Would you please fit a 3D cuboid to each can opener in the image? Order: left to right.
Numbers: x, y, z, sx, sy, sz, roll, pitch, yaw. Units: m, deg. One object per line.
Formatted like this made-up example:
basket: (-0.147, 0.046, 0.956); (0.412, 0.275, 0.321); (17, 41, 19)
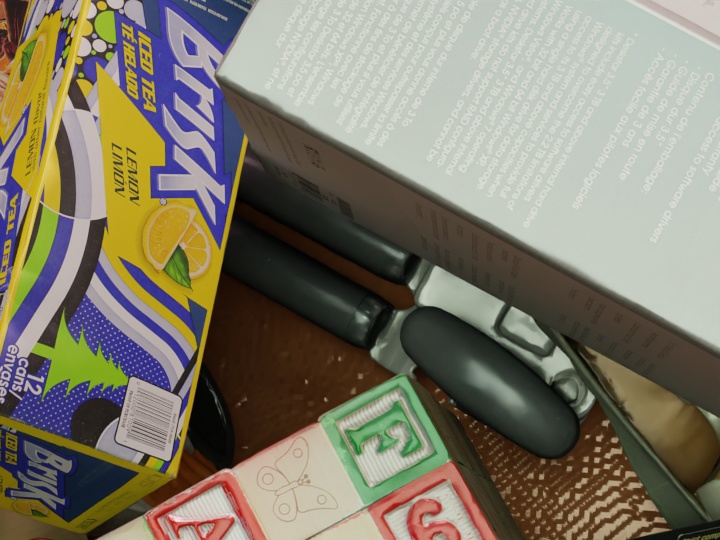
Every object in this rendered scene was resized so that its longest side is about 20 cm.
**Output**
can opener: (0.000, 0.000, 0.819); (0.200, 0.066, 0.053); (30, 89, 15)

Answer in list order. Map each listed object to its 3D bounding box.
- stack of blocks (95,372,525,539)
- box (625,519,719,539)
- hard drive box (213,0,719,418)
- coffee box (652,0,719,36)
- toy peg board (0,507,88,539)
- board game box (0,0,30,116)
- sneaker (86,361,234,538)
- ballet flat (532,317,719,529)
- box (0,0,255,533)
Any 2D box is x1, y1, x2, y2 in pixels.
stack of blocks: (-0.012, 0.093, 0.736); (0.115, 0.200, 0.059); (-29, 80, 3)
box: (0.108, 0.157, 0.683); (0.200, 0.164, 0.086); (-20, 116, 43)
hard drive box: (0.068, -0.025, 0.657); (0.200, 0.156, 0.077); (29, 86, 5)
coffee box: (0.074, -0.173, 0.758); (0.200, 0.198, 0.200); (28, 87, 8)
toy peg board: (-0.171, 0.102, 0.695); (0.200, 0.098, 0.199); (-21, 85, -25)
board game box: (-0.152, -0.092, 0.766); (0.200, 0.035, 0.136); (34, 44, -19)
sneaker: (-0.127, 0.008, 0.821); (0.092, 0.076, 0.200); (-29, 81, 39)
ballet flat: (0.115, 0.047, 0.761); (0.067, 0.064, 0.200); (-40, 92, 3)
box: (-0.079, -0.026, 0.703); (0.064, 0.070, 0.200); (23, 60, -22)
